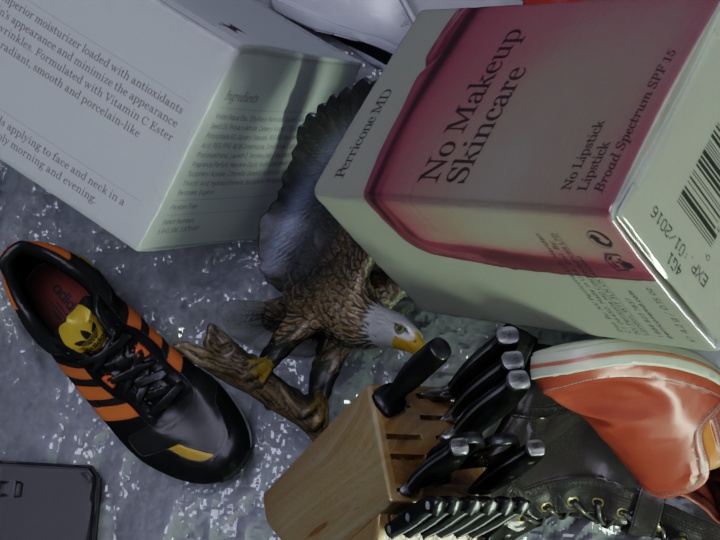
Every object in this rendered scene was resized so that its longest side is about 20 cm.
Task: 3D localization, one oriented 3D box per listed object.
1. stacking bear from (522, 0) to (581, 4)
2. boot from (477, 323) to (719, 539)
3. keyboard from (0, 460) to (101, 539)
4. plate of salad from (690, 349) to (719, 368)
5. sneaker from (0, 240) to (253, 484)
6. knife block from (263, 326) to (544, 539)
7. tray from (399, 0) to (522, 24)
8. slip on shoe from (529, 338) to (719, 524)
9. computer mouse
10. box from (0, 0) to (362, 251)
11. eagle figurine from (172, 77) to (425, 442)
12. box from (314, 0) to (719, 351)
[{"bbox_3d":[0.182,-0.185,0.959,0.199,0.114,0.122,-31,73,-18],"label":"stacking bear"},{"bbox_3d":[0.136,0.137,0.954,0.173,0.069,0.201,20,89,6],"label":"boot"},{"bbox_3d":[-0.231,0.220,1.029,0.126,0.021,0.201,3,77,6],"label":"keyboard"},{"bbox_3d":[0.192,-0.050,0.859,0.199,0.048,0.201,-8,73,27],"label":"plate of salad"},{"bbox_3d":[-0.153,0.057,1.013,0.200,0.090,0.070,43,88,17],"label":"sneaker"},{"bbox_3d":[0.023,0.095,0.898,0.064,0.200,0.177,6,103,-26],"label":"knife block"},{"bbox_3d":[0.103,-0.148,0.988,0.199,0.022,0.108,-13,69,-39],"label":"tray"},{"bbox_3d":[0.161,0.085,0.854,0.074,0.200,0.062,-15,56,40],"label":"slip on shoe"},{"bbox_3d":[-0.020,-0.192,1.068,0.199,0.044,0.110,25,82,15],"label":"computer mouse"},{"bbox_3d":[-0.136,-0.120,0.981,0.198,0.200,0.131,33,104,16],"label":"box"},{"bbox_3d":[0.006,0.004,0.962,0.151,0.152,0.200,34,86,15],"label":"eagle figurine"},{"bbox_3d":[0.097,-0.051,0.803,0.199,0.109,0.128,6,60,48],"label":"box"}]
